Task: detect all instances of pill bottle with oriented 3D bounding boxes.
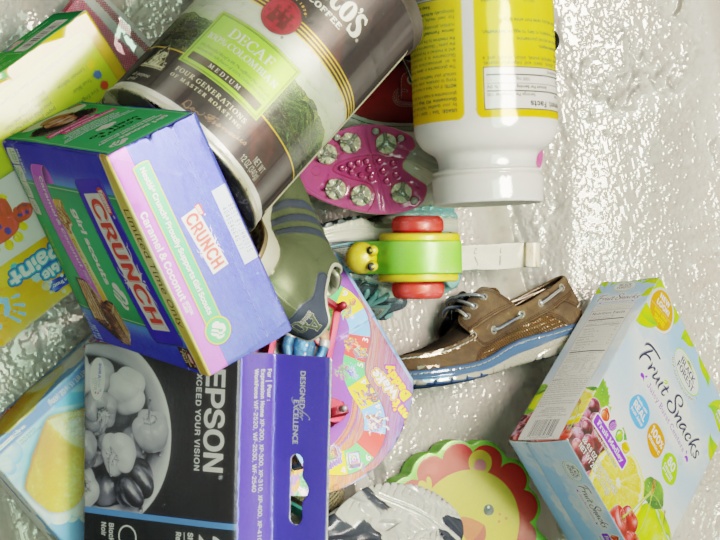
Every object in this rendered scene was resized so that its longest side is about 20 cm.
[{"bbox_3d":[0.094,-0.150,1.531,0.112,0.112,0.201,-1,89,-24],"label":"pill bottle"}]

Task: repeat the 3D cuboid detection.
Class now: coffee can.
[{"bbox_3d":[-0.071,-0.148,1.468,0.146,0.146,0.200,47,69,-17],"label":"coffee can"}]

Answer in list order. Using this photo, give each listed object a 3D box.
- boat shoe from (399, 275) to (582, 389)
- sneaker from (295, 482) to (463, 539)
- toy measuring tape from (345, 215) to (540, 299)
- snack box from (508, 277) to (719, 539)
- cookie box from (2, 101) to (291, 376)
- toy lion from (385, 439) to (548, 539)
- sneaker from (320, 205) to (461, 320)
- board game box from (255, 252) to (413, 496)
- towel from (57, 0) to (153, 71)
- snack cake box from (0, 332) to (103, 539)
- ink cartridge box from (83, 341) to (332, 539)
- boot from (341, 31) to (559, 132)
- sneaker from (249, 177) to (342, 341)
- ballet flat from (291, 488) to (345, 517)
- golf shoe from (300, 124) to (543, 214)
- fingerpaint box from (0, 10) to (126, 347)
[{"bbox_3d":[0.102,0.051,1.694,0.199,0.072,0.073,-14,91,-33],"label":"boat shoe"},{"bbox_3d":[-0.016,0.249,1.626,0.199,0.130,0.080,-21,65,-40],"label":"sneaker"},{"bbox_3d":[0.079,-0.011,1.606,0.199,0.073,0.074,-1,91,-32],"label":"toy measuring tape"},{"bbox_3d":[0.224,0.133,1.692,0.169,0.067,0.200,58,46,-28],"label":"snack box"},{"bbox_3d":[-0.153,-0.027,1.396,0.075,0.200,0.172,-31,110,-24],"label":"cookie box"},{"bbox_3d":[0.087,0.252,1.694,0.191,0.069,0.200,38,76,-12],"label":"toy lion"},{"bbox_3d":[0.000,0.000,1.629,0.199,0.078,0.087,-13,86,-25],"label":"sneaker"},{"bbox_3d":[-0.040,0.069,1.532,0.158,0.039,0.200,-31,91,-27],"label":"board game box"},{"bbox_3d":[-0.223,-0.107,1.564,0.146,0.030,0.200,44,74,-19],"label":"towel"},{"bbox_3d":[-0.191,0.113,1.560,0.200,0.067,0.115,-44,106,-17],"label":"snack cake box"},{"bbox_3d":[-0.115,0.155,1.460,0.043,0.199,0.199,-2,93,-60],"label":"ink cartridge box"},{"bbox_3d":[0.057,-0.174,1.622,0.199,0.144,0.073,4,49,-28],"label":"boot"},{"bbox_3d":[-0.055,-0.012,1.513,0.067,0.200,0.090,-41,108,18],"label":"sneaker"},{"bbox_3d":[-0.075,0.150,1.581,0.200,0.068,0.076,25,81,-53],"label":"ballet flat"},{"bbox_3d":[0.046,-0.080,1.625,0.199,0.092,0.076,-4,83,-4],"label":"golf shoe"},{"bbox_3d":[-0.248,-0.070,1.496,0.200,0.073,0.167,-41,112,-21],"label":"fingerpaint box"}]
